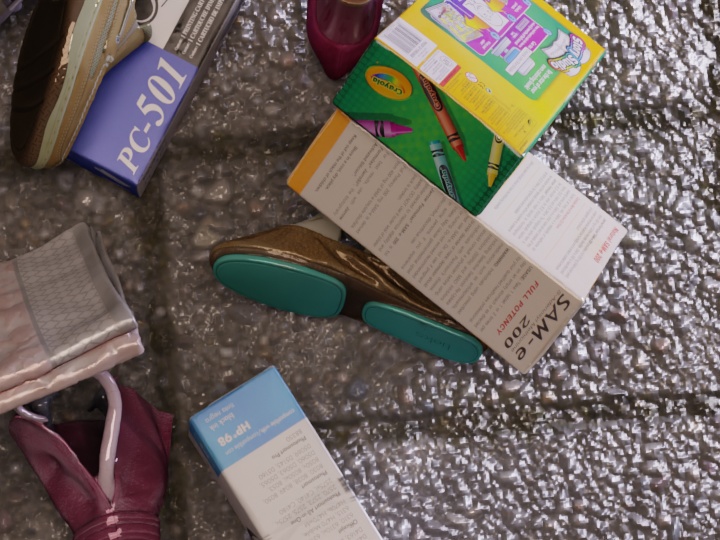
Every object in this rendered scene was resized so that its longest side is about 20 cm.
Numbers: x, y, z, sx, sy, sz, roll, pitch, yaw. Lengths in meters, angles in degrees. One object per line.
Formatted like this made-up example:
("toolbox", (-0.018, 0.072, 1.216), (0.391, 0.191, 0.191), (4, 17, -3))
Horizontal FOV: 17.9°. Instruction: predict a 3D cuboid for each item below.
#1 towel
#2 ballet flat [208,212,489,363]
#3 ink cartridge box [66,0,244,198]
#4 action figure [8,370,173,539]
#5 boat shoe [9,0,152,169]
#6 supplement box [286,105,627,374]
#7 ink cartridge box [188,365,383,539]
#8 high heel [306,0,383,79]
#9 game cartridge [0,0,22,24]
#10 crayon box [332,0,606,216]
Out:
("towel", (-0.239, 0.040, 1.436), (0.190, 0.200, 0.032), (-22, 113, -7))
("ballet flat", (0.000, 0.000, 1.528), (0.198, 0.068, 0.073), (16, 60, -2))
("ink cartridge box", (-0.144, -0.160, 1.546), (0.093, 0.044, 0.201), (26, 80, 2))
("action figure", (-0.147, 0.165, 1.450), (0.133, 0.149, 0.201), (-11, 68, -12))
("boat shoe", (-0.170, -0.159, 1.490), (0.076, 0.072, 0.202), (15, 92, -34))
("supplement box", (0.065, -0.040, 1.497), (0.200, 0.126, 0.074), (39, 120, 3))
("ink cartridge box", (-0.032, 0.168, 1.467), (0.066, 0.116, 0.201), (-31, 84, -9))
("high heel", (-0.005, -0.233, 1.578), (0.067, 0.096, 0.201), (15, 59, -3))
("game cartridge", (-0.230, -0.262, 1.543), (0.129, 0.038, 0.200), (38, 79, 27))
("crayon box", (0.075, -0.127, 1.489), (0.119, 0.200, 0.058), (38, 123, 2))
